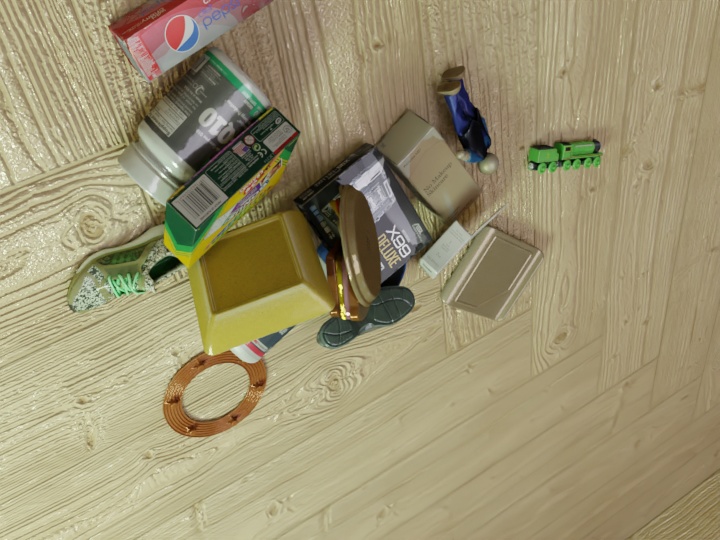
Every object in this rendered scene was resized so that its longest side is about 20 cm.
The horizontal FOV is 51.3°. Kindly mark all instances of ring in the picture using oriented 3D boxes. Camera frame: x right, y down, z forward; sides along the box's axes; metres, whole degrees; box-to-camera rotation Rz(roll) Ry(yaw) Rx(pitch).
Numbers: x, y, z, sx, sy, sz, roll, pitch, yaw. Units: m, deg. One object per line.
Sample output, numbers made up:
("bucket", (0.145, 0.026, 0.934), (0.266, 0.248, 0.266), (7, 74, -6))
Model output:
("ring", (-0.256, 0.222, 1.342), (0.199, 0.019, 0.202), (-19, 129, -24))

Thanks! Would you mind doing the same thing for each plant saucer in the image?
("plant saucer", (-0.158, 0.001, 1.099), (0.198, 0.201, 0.049), (-20, 144, -3))

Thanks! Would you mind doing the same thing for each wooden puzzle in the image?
("wooden puzzle", (0.277, 0.008, 1.582), (0.199, 0.037, 0.186), (20, 107, -38))

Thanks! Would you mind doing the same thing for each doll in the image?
("doll", (0.189, -0.243, 1.291), (0.201, 0.048, 0.137), (56, 41, -38))

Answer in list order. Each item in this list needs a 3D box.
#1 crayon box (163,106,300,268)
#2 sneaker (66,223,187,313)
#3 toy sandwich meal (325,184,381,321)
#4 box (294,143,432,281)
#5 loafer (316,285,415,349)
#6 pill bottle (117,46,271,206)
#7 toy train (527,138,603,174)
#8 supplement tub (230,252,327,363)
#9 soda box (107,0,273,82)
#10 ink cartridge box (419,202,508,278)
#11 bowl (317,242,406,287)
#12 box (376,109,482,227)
("crayon box", (-0.181, -0.110, 1.035), (0.200, 0.058, 0.173), (-47, 180, -22))
("sneaker", (-0.330, 0.006, 1.085), (0.199, 0.089, 0.077), (-33, 134, -13))
("toy sandwich meal", (-0.019, -0.028, 1.141), (0.069, 0.207, 0.206), (-9, 134, 13))
("box", (0.008, -0.083, 1.252), (0.157, 0.050, 0.201), (-38, 116, -9))
("loafer", (0.005, 0.083, 1.365), (0.198, 0.063, 0.073), (-24, 90, -23))
("pill bottle", (-0.225, -0.190, 1.010), (0.200, 0.113, 0.113), (-47, 136, 1))
("toy train", (0.415, -0.232, 1.511), (0.198, 0.042, 0.057), (-11, 115, -31))
("supplement tub", (-0.149, 0.036, 1.204), (0.200, 0.140, 0.141), (-43, 135, -3))
("soda box", (-0.214, -0.327, 0.952), (0.199, 0.070, 0.064), (-37, 135, -11))
("ink cartridge box", (0.182, -0.063, 1.369), (0.176, 0.045, 0.200), (-46, 176, 1))
("bowl", (0.000, 0.000, 1.363), (0.199, 0.039, 0.202), (-20, 130, -25))
("box", (0.120, -0.174, 1.302), (0.095, 0.078, 0.200), (-48, 136, 3))
